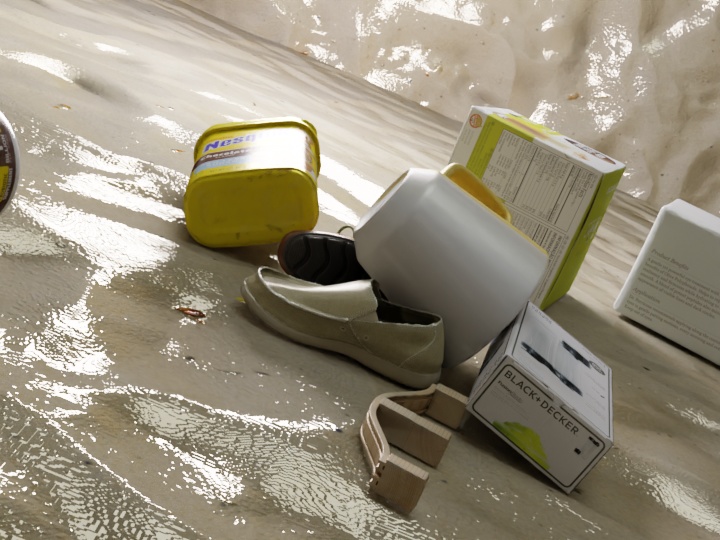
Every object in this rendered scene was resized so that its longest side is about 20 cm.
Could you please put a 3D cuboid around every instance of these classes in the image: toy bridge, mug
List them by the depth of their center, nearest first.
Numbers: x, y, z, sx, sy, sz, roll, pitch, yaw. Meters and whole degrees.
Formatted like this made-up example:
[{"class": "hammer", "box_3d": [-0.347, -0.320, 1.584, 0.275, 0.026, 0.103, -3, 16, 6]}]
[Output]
[{"class": "toy bridge", "box_3d": [0.037, 0.123, 0.792, 0.066, 0.028, 0.200, 26, 15, 9]}, {"class": "mug", "box_3d": [0.075, -0.018, 0.991, 0.153, 0.150, 0.187, 42, 11, -8]}]

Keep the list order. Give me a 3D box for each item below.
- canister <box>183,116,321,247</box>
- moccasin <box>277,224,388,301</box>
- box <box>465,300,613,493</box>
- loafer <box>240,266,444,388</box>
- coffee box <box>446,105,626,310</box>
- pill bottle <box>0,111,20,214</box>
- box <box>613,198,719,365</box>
[{"class": "canister", "box_3d": [-0.114, -0.099, 1.112, 0.145, 0.088, 0.201, -6, 22, -2]}, {"class": "moccasin", "box_3d": [0.000, -0.002, 1.052, 0.198, 0.075, 0.077, 9, 12, -33]}, {"class": "box", "box_3d": [0.166, 0.105, 0.923, 0.116, 0.060, 0.200, 39, 17, 2]}, {"class": "loafer", "box_3d": [-0.011, 0.037, 0.922, 0.197, 0.069, 0.076, 23, 16, -3]}, {"class": "coffee box", "box_3d": [0.221, -0.089, 1.388, 0.196, 0.203, 0.199, 28, 18, 17]}, {"class": "pill bottle", "box_3d": [-0.346, -0.074, 0.739, 0.108, 0.111, 0.200, 27, 17, 13]}, {"class": "box", "box_3d": [0.507, 0.015, 1.506, 0.197, 0.174, 0.199, 28, 17, 17]}]
